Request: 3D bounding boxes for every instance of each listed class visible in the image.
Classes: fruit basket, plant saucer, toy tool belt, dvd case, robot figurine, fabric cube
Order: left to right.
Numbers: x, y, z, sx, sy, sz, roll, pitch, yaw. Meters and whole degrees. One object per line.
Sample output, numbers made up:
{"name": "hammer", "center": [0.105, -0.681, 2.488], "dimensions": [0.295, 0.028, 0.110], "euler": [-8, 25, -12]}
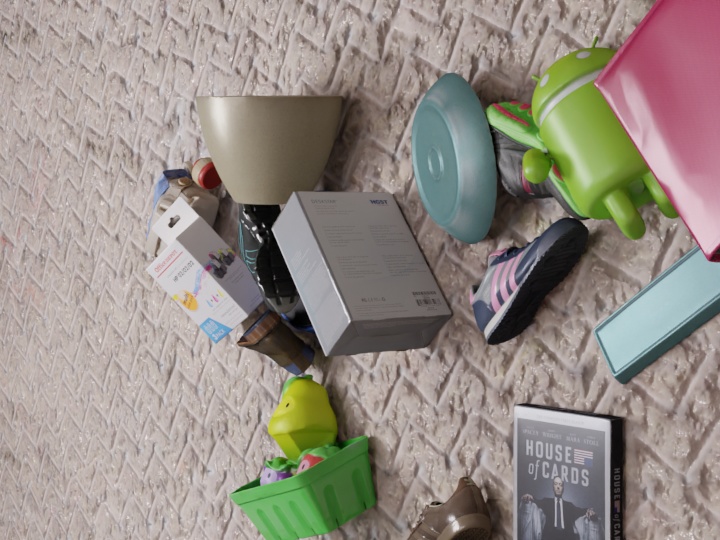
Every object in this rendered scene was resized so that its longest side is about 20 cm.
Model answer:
{"name": "toy tool belt", "center": [-0.288, -0.109, 1.976], "dimensions": [0.123, 0.124, 0.202], "euler": [40, 122, 36]}
{"name": "fruit basket", "center": [-0.084, 0.253, 1.693], "dimensions": [0.215, 0.155, 0.218], "euler": [25, 125, 40]}
{"name": "plant saucer", "center": [0.101, -0.128, 1.446], "dimensions": [0.200, 0.036, 0.202], "euler": [169, 90, -72]}
{"name": "dvd case", "center": [0.224, 0.253, 1.348], "dimensions": [0.150, 0.025, 0.203], "euler": [1, 93, 54]}
{"name": "robot figurine", "center": [0.244, -0.133, 1.225], "dimensions": [0.174, 0.116, 0.201], "euler": [-30, 68, 15]}
{"name": "plant saucer", "center": [0.305, 0.038, 1.235], "dimensions": [0.200, 0.019, 0.070], "euler": [-47, 54, 43]}
{"name": "fabric cube", "center": [0.351, -0.146, 1.010], "dimensions": [0.197, 0.198, 0.201], "euler": [-55, 49, 41]}

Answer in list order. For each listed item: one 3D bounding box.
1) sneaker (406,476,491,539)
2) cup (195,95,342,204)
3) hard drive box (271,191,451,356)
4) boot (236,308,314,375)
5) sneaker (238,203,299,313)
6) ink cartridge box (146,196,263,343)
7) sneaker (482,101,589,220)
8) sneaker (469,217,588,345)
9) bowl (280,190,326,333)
{"name": "sneaker", "center": [0.095, 0.327, 1.512], "dimensions": [0.200, 0.070, 0.076], "euler": [-48, 35, 40]}
{"name": "cup", "center": [-0.123, -0.165, 1.681], "dimensions": [0.199, 0.199, 0.145], "euler": [11, 104, 54]}
{"name": "hard drive box", "center": [0.000, 0.000, 1.545], "dimensions": [0.077, 0.155, 0.201], "euler": [-54, 49, 41]}
{"name": "boot", "center": [-0.121, 0.111, 1.780], "dimensions": [0.097, 0.075, 0.200], "euler": [46, 173, -2]}
{"name": "sneaker", "center": [-0.128, -0.020, 1.744], "dimensions": [0.079, 0.075, 0.202], "euler": [116, 145, -52]}
{"name": "ink cartridge box", "center": [-0.245, 0.001, 1.877], "dimensions": [0.200, 0.068, 0.115], "euler": [47, 138, -4]}
{"name": "sneaker", "center": [0.201, -0.110, 1.344], "dimensions": [0.200, 0.076, 0.084], "euler": [-127, 33, -45]}
{"name": "sneaker", "center": [0.175, -0.005, 1.365], "dimensions": [0.201, 0.070, 0.082], "euler": [-57, 49, 41]}
{"name": "bowl", "center": [-0.068, -0.010, 1.738], "dimensions": [0.200, 0.039, 0.203], "euler": [3, 94, 55]}
